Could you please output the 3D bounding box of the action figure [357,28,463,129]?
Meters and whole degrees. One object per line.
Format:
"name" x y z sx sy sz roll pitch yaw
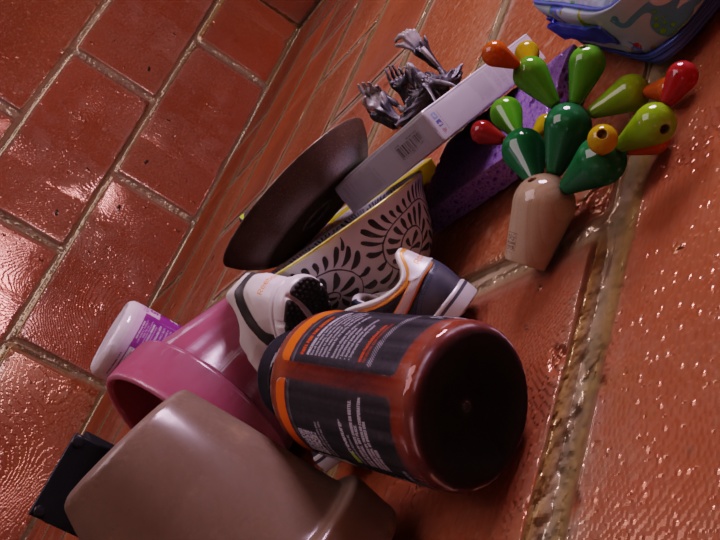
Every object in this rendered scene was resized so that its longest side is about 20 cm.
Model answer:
"action figure" 0.056 -0.239 1.096 0.119 0.102 0.200 -48 14 -7

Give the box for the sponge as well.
"sponge" 0.129 -0.118 0.792 0.200 0.030 0.112 -34 28 56

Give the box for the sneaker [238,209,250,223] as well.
"sneaker" -0.071 -0.052 1.038 0.081 0.074 0.200 -38 -20 24

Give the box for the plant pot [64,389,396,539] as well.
"plant pot" -0.101 0.180 0.584 0.200 0.175 0.200 -45 -2 -2

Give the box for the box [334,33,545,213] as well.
"box" 0.077 -0.142 0.807 0.200 0.036 0.144 -40 4 -41

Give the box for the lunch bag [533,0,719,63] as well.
"lunch bag" 0.222 -0.246 0.656 0.161 0.082 0.200 -54 17 11

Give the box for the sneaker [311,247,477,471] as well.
"sneaker" 0.007 0.071 0.704 0.200 0.079 0.078 -53 -3 10

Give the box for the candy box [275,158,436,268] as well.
"candy box" -0.008 -0.060 0.958 0.200 0.026 0.102 -37 14 -11

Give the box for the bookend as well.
"bookend" -0.267 0.261 0.972 0.092 0.200 0.199 -62 18 -13

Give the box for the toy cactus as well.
"toy cactus" 0.138 -0.084 0.603 0.200 0.102 0.166 22 97 54

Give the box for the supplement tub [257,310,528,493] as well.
"supplement tub" 0.009 0.080 0.577 0.200 0.107 0.107 1 60 52

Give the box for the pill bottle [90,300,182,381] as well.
"pill bottle" -0.252 0.135 1.148 0.112 0.200 0.112 -50 19 24

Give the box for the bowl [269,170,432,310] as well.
"bowl" 0.000 0.000 0.797 0.200 0.094 0.201 -35 5 3

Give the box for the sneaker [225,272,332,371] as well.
"sneaker" -0.058 0.078 0.742 0.080 0.201 0.074 13 42 31

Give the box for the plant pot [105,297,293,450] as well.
"plant pot" -0.129 0.117 0.877 0.179 0.200 0.200 -50 10 -31

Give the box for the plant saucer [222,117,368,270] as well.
"plant saucer" -0.054 -0.066 0.846 0.200 0.037 0.200 -46 -6 -7
